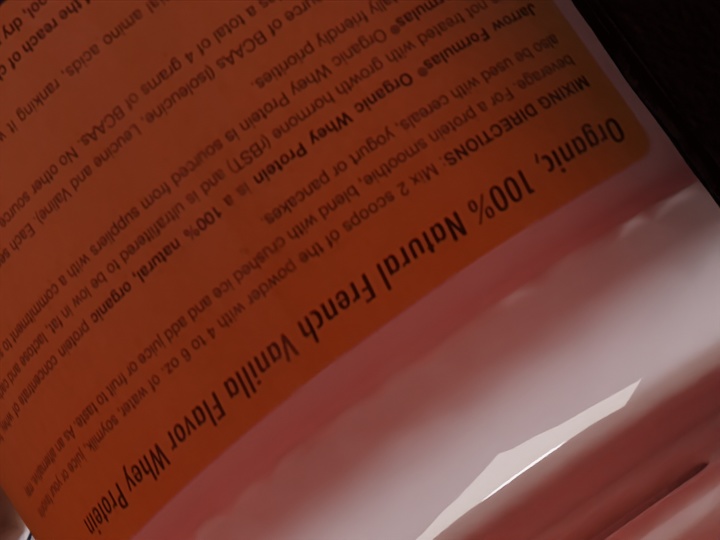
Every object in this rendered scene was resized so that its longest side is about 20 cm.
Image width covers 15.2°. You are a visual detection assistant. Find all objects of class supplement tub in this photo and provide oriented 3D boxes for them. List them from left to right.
[{"bbox_3d":[-0.007,-0.016,0.442,0.144,0.201,0.144,-33,168,-7],"label":"supplement tub"}]

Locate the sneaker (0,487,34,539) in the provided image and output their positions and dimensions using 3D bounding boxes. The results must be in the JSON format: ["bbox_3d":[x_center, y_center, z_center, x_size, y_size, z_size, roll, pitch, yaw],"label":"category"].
[{"bbox_3d":[-0.140,0.064,0.714,0.200,0.080,0.078,-38,169,26],"label":"sneaker"}]

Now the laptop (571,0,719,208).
[{"bbox_3d":[0.099,-0.119,0.383,0.199,0.178,0.103,-26,166,-36],"label":"laptop"}]
